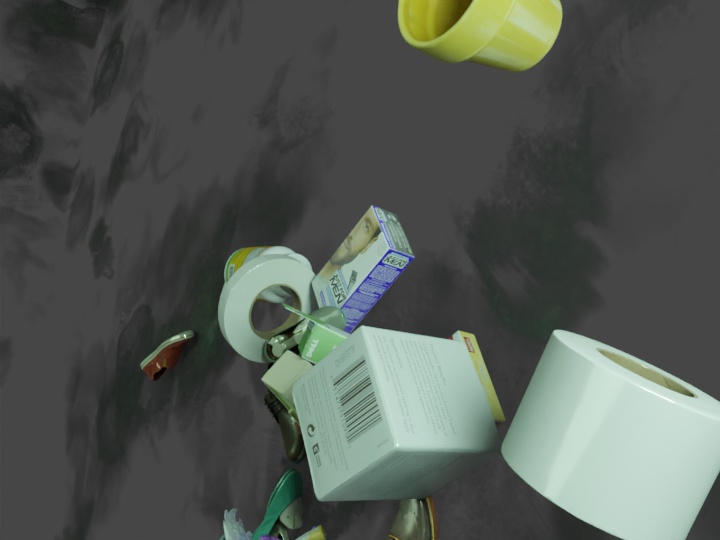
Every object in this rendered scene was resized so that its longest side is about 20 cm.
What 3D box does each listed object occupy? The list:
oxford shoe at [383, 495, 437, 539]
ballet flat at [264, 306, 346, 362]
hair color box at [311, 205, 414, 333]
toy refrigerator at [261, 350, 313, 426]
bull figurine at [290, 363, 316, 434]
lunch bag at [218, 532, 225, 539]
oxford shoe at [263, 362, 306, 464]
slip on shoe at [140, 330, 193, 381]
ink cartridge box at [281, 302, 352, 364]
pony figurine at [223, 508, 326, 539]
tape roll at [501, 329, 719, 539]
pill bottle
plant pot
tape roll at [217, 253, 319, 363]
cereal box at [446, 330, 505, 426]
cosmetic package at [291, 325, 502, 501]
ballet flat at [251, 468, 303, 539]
[{"bbox_3d":[0.056,0.398,1.104,0.071,0.072,0.203,-5,72,54],"label":"oxford shoe"},{"bbox_3d":[-0.100,0.118,1.353,0.199,0.063,0.068,-30,83,47],"label":"ballet flat"},{"bbox_3d":[0.000,0.000,1.357,0.200,0.064,0.110,-50,41,28],"label":"hair color box"},{"bbox_3d":[-0.065,0.223,1.230,0.070,0.201,0.076,-46,32,-16],"label":"toy refrigerator"},{"bbox_3d":[-0.053,0.207,1.345,0.121,0.065,0.202,23,90,61],"label":"bull figurine"},{"bbox_3d":[-0.273,0.599,1.447,0.170,0.126,0.201,-47,30,36],"label":"lunch bag"},{"bbox_3d":[-0.140,0.255,1.430,0.073,0.084,0.202,-43,47,34],"label":"oxford shoe"},{"bbox_3d":[-0.468,0.208,1.932,0.200,0.074,0.061,-39,82,31],"label":"slip on shoe"},{"bbox_3d":[-0.043,0.121,1.224,0.060,0.198,0.104,-64,8,-1],"label":"ink cartridge box"},{"bbox_3d":[-0.141,0.485,1.255,0.198,0.168,0.194,-21,37,3],"label":"pony figurine"},{"bbox_3d":[0.262,0.166,0.803,0.202,0.201,0.141,35,106,54],"label":"tape roll"},{"bbox_3d":[-0.181,0.008,1.562,0.199,0.110,0.112,1,77,54],"label":"pill bottle"},{"bbox_3d":[0.185,-0.385,1.147,0.200,0.187,0.203,-25,57,46],"label":"plant pot"},{"bbox_3d":[-0.161,0.069,1.431,0.037,0.201,0.205,31,102,54],"label":"tape roll"},{"bbox_3d":[0.110,0.202,1.139,0.200,0.039,0.145,-47,44,33],"label":"cereal box"},{"bbox_3d":[0.046,0.192,1.026,0.165,0.199,0.166,-42,50,35],"label":"cosmetic package"},{"bbox_3d":[-0.138,0.444,1.378,0.070,0.067,0.201,37,109,28],"label":"ballet flat"}]
